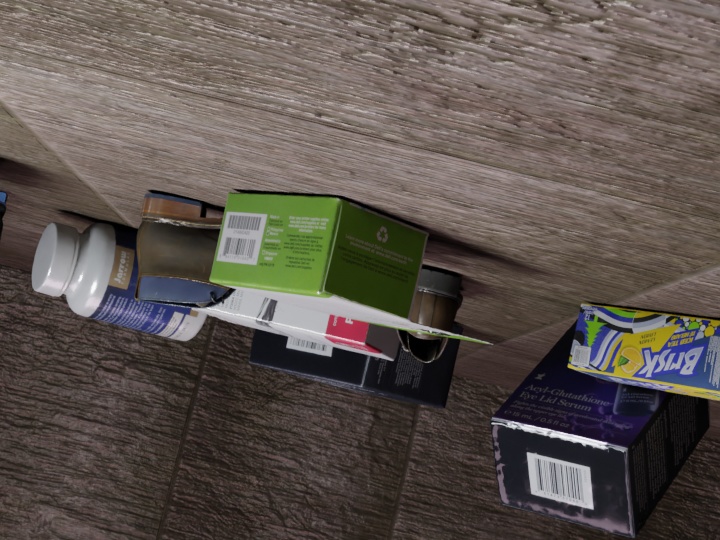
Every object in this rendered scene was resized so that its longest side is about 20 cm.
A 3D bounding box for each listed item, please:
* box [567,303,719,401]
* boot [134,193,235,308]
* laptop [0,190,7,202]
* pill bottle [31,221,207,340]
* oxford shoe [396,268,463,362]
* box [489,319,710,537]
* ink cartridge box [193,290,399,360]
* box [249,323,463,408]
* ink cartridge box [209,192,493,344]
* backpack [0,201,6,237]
[{"bbox_3d":[0.285,0.076,1.309,0.070,0.065,0.199,19,173,-41],"label":"box"},{"bbox_3d":[-0.110,-0.001,1.323,0.197,0.098,0.075,13,174,8],"label":"boot"},{"bbox_3d":[-0.496,-0.030,1.551,0.184,0.118,0.200,13,-166,-2],"label":"laptop"},{"bbox_3d":[-0.280,0.008,1.730,0.198,0.113,0.111,16,174,-27],"label":"pill bottle"},{"bbox_3d":[0.062,0.048,1.472,0.072,0.086,0.200,11,176,7],"label":"oxford shoe"},{"bbox_3d":[0.238,0.148,1.433,0.146,0.106,0.200,9,-147,32],"label":"box"},{"bbox_3d":[-0.062,0.029,1.561,0.197,0.085,0.145,12,174,15],"label":"ink cartridge box"},{"bbox_3d":[-0.004,0.096,1.917,0.195,0.119,0.199,9,174,38],"label":"box"},{"bbox_3d":[0.000,0.000,1.196,0.198,0.077,0.147,17,173,-41],"label":"ink cartridge box"},{"bbox_3d":[-0.439,-0.044,1.362,0.197,0.149,0.183,12,161,-19],"label":"backpack"}]
